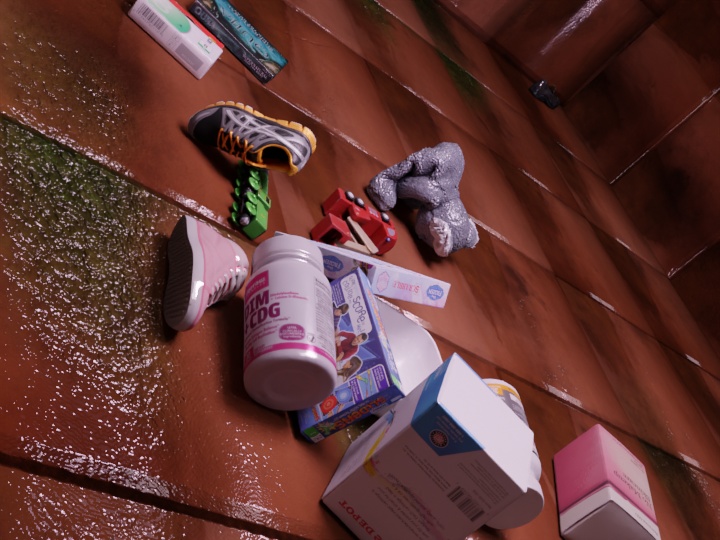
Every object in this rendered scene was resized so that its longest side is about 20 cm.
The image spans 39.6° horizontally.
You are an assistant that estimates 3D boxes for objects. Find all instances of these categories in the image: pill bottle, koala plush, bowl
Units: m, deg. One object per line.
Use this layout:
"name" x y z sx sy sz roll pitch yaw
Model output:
"pill bottle" 0.197 0.265 1.453 0.116 0.116 0.201 33 27 -29
"pill bottle" -0.090 0.061 1.245 0.113 0.113 0.202 30 38 -34
"koala plush" 0.147 -0.122 1.918 0.177 0.183 0.202 -7 70 -61
"bowl" 0.037 0.139 1.422 0.199 0.075 0.201 31 28 -33

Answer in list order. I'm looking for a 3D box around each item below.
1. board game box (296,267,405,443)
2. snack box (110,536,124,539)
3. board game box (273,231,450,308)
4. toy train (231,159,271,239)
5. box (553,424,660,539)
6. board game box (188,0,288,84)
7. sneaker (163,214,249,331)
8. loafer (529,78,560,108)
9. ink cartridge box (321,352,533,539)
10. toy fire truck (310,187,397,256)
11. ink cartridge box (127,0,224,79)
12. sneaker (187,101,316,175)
"board game box" -0.030 0.105 1.279 0.035 0.134 0.201 50 17 -45
"snack box" -0.182 0.322 0.831 0.072 0.024 0.201 32 28 -35
"board game box" 0.000 0.000 1.480 0.199 0.042 0.199 20 4 37
"toy train" -0.162 -0.118 1.523 0.056 0.042 0.201 46 22 -28
"box" 0.400 0.374 1.638 0.128 0.109 0.201 41 24 -14
"board game box" -0.231 -0.452 1.927 0.200 0.028 0.136 43 23 -10
"sneaker" -0.184 0.013 1.236 0.104 0.076 0.201 29 25 -26
"loafer" 0.730 -0.684 3.865 0.199 0.072 0.073 12 41 -55
"ink cartridge box" 0.083 0.235 1.197 0.147 0.200 0.146 45 22 -4
"toy fire truck" -0.006 -0.066 1.694 0.199 0.049 0.142 29 30 -38
"ink cartridge box" -0.307 -0.432 1.747 0.161 0.050 0.201 41 27 -15
"sneaker" -0.169 -0.197 1.518 0.197 0.079 0.078 11 46 3
